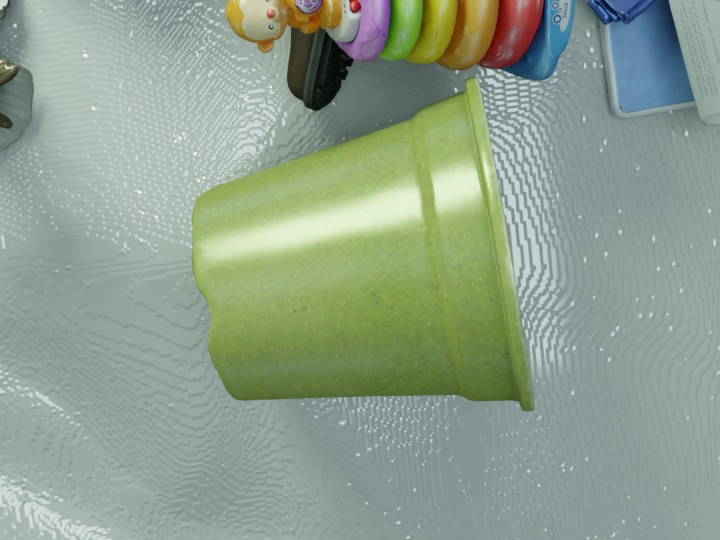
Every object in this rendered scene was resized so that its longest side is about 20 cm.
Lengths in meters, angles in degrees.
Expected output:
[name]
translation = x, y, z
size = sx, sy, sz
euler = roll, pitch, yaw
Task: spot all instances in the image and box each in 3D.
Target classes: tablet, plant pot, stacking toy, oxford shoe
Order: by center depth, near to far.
[stacking toy]
translation = 0.016, -0.161, 0.722
size = 0.198, 0.110, 0.118
euler = -12, 114, -23
[plant pot]
translation = 0.000, 0.000, 0.762
size = 0.182, 0.200, 0.203
euler = -11, 100, 6
[oxford shoe]
translation = -0.034, -0.203, 0.783
size = 0.083, 0.073, 0.203
euler = 8, 102, 16
[tablet]
translation = 0.257, -0.183, 0.845
size = 0.197, 0.014, 0.132
euler = -10, 100, -5

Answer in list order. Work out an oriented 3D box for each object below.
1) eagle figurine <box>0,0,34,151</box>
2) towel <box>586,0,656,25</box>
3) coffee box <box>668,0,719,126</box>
[eagle figurine]
translation = -0.278, -0.163, 0.734
size = 0.151, 0.151, 0.201
euler = -19, 66, -43
[towel]
translation = 0.159, -0.276, 0.794
size = 0.144, 0.024, 0.201
euler = -39, 101, -8
[coffee box]
translation = 0.310, -0.208, 0.727
size = 0.196, 0.200, 0.202
euler = -22, 103, -17
